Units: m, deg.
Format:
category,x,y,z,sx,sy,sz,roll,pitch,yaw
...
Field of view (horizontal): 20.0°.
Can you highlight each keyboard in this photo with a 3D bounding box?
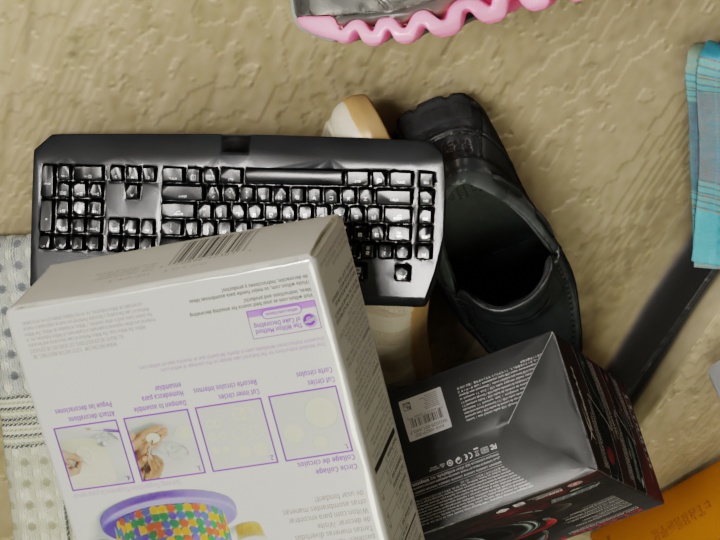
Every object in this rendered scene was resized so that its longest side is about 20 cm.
category,x,y,z,sx,sy,sz,roll,pitch,yaw
keyboard,-0.060,-0.010,0.934,0.198,0.040,0.105,1,95,14

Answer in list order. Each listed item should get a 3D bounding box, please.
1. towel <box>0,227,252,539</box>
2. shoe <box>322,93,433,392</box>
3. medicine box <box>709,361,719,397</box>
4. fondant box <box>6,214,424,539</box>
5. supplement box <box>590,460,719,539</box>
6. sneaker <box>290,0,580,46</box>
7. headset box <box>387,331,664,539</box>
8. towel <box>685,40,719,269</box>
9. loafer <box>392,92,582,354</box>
category,x,y,z,sx,sy,sz,roll,pitch,yaw
towel,-0.086,0.075,0.986,0.190,0.035,0.202,-5,94,13
shoe,0.000,0.000,1.008,0.053,0.070,0.201,-22,137,-14
medicine box,0.330,0.083,1.137,0.182,0.103,0.200,-37,129,20
fondant box,-0.057,0.087,0.910,0.143,0.058,0.202,-9,107,16
supplement box,0.247,0.205,1.259,0.125,0.074,0.200,-33,132,17
sneaker,0.059,-0.157,0.893,0.198,0.079,0.096,-14,101,12
headset box,0.068,0.105,1.071,0.147,0.076,0.200,-21,163,13
towel,0.246,-0.026,0.988,0.022,0.199,0.148,-45,144,-32
loafer,0.068,-0.001,1.025,0.068,0.071,0.201,-22,135,7
